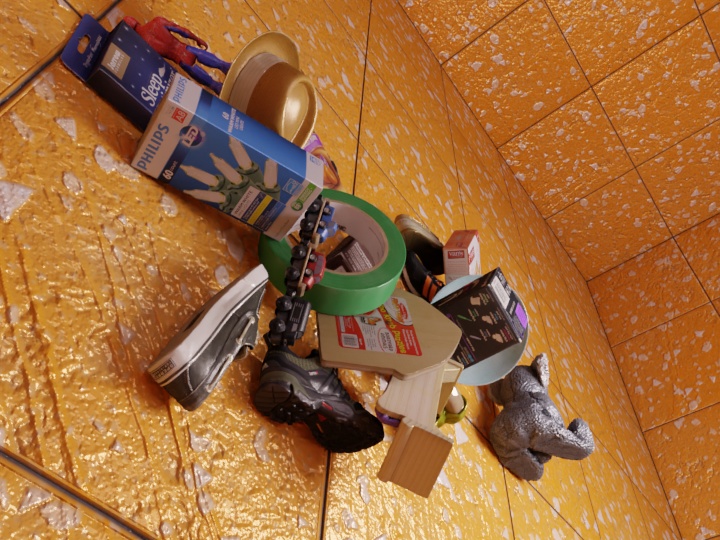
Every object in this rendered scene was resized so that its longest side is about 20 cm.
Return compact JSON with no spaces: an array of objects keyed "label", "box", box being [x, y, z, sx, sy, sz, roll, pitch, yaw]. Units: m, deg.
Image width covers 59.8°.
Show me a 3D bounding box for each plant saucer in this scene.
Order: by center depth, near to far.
[{"label":"plant saucer","box":[0.210,0.108,1.156,0.203,0.199,0.039,57,2,-5]}]

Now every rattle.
[{"label":"rattle","box":[0.049,0.182,0.923,0.200,0.143,0.130,45,-9,-8]}]

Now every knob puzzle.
[{"label":"knob puzzle","box":[0.037,0.079,0.811,0.214,0.031,0.221,12,29,-6]}]

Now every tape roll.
[{"label":"tape roll","box":[-0.038,-0.030,0.842,0.195,0.049,0.203,13,41,-11]}]

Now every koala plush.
[{"label":"koala plush","box":[0.327,0.267,1.227,0.182,0.177,0.203,33,38,-27]}]

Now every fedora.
[{"label":"fedora","box":[-0.114,-0.211,0.847,0.081,0.205,0.200,26,15,20]}]

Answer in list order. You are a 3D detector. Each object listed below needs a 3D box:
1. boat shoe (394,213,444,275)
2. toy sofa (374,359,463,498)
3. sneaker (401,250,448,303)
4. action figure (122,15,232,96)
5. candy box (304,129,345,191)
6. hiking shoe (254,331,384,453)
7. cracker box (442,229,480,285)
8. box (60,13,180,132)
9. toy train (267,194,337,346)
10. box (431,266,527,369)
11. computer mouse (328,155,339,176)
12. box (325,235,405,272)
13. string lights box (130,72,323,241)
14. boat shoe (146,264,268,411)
[{"label":"boat shoe","box":[0.135,-0.056,1.311,0.199,0.073,0.067,39,28,-48]},{"label":"toy sofa","box":[0.065,0.173,0.775,0.096,0.084,0.200,23,22,4]},{"label":"sneaker","box":[0.152,0.042,1.213,0.204,0.089,0.070,65,24,6]},{"label":"action figure","box":[-0.227,-0.283,0.848,0.197,0.066,0.052,26,10,-29]},{"label":"candy box","box":[-0.110,-0.201,1.010,0.203,0.056,0.116,62,25,7]},{"label":"hiking shoe","box":[-0.039,0.144,0.743,0.199,0.075,0.102,39,34,-37]},{"label":"cracker box","box":[0.214,0.031,1.287,0.134,0.056,0.205,-45,130,-64]},{"label":"box","box":[-0.259,-0.222,0.768,0.199,0.032,0.123,41,31,-36]},{"label":"toy train","box":[-0.063,-0.004,0.740,0.045,0.034,0.204,15,62,-2]},{"label":"box","box":[0.164,0.097,1.044,0.107,0.198,0.122,58,24,-1]},{"label":"computer mouse","box":[-0.017,-0.128,1.139,0.203,0.034,0.058,62,25,5]},{"label":"box","box":[0.000,0.000,0.986,0.101,0.074,0.200,56,23,-8]},{"label":"string lights box","box":[-0.151,-0.126,0.732,0.197,0.103,0.060,27,37,-26]},{"label":"boat shoe","box":[-0.141,0.064,0.646,0.064,0.070,0.201,52,33,-13]}]
